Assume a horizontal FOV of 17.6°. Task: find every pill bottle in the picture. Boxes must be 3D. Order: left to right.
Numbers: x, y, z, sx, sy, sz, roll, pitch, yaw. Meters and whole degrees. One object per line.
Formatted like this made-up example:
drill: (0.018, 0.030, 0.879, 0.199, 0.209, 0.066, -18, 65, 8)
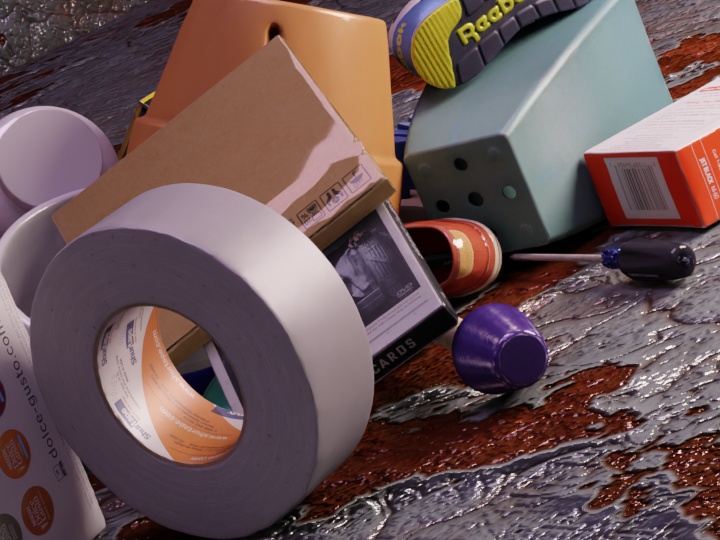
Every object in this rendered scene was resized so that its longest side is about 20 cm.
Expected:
pill bottle: (-0.240, -0.055, 1.761, 0.112, 0.113, 0.200, -26, -9, -17)

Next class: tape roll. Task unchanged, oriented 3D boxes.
tape roll: (-0.094, 0.053, 1.351, 0.200, 0.200, 0.066, -10, 18, 37)

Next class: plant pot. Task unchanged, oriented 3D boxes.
plant pot: (-0.059, -0.120, 1.658, 0.200, 0.140, 0.200, 10, 5, -1)
plant pot: (0.123, -0.096, 1.714, 0.141, 0.141, 0.200, -11, 22, 35)

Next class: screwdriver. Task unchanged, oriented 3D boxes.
screwdriver: (0.153, -0.008, 1.565, 0.029, 0.028, 0.200, 3, -1, -35)

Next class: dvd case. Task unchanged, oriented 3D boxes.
dvd case: (-0.035, 0.013, 1.479, 0.150, 0.025, 0.200, -37, 40, 6)

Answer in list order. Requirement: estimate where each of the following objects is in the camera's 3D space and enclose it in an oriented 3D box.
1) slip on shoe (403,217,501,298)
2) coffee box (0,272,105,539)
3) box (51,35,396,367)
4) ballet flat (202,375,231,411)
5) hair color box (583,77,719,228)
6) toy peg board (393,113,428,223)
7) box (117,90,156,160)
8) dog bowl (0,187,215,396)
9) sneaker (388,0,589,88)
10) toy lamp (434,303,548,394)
slip on shoe: (0.000, 0.000, 1.653, 0.200, 0.074, 0.061, -9, -5, 27)
coffee box: (-0.313, 0.127, 1.401, 0.200, 0.200, 0.198, -11, 18, 34)
box: (-0.093, -0.044, 1.521, 0.200, 0.021, 0.164, -38, 50, 4)
ballet flat: (-0.039, 0.055, 1.532, 0.067, 0.064, 0.200, 19, 64, 29)
hair color box: (0.272, -0.098, 1.652, 0.200, 0.064, 0.111, -30, 16, -25)
toy peg board: (-0.023, -0.103, 1.849, 0.199, 0.098, 0.200, 3, 13, 11)
box: (-0.164, -0.083, 2.010, 0.160, 0.049, 0.200, -39, -21, -53)
dog bowl: (-0.153, 0.025, 1.607, 0.200, 0.079, 0.200, 2, 36, -1)
sneaker: (0.102, -0.208, 1.719, 0.200, 0.074, 0.082, -32, 20, -18)
toy lamp: (0.064, 0.040, 1.463, 0.058, 0.058, 0.200, -25, 16, -14)
